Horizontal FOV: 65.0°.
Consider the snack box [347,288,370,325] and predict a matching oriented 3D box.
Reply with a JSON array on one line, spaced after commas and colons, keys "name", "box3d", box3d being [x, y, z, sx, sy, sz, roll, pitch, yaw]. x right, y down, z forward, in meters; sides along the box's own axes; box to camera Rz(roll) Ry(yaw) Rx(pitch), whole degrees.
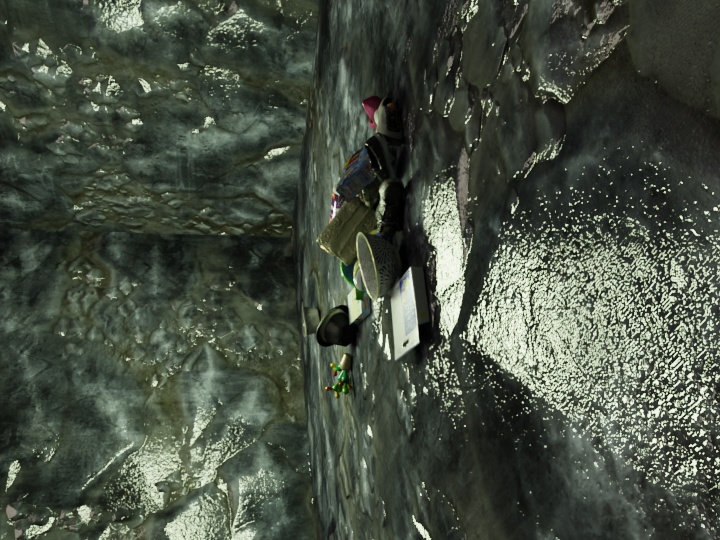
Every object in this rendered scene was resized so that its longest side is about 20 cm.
[{"name": "snack box", "box3d": [-0.007, 0.122, 2.058, 0.200, 0.037, 0.117, 128, 141, -69]}]

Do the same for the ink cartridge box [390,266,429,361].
[{"name": "ink cartridge box", "box3d": [0.128, 0.118, 1.480, 0.198, 0.047, 0.202, 124, 143, -64]}]

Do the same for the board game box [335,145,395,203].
[{"name": "board game box", "box3d": [0.025, -0.336, 1.773, 0.199, 0.062, 0.201, -34, 26, 32]}]

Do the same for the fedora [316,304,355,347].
[{"name": "fedora", "box3d": [-0.080, 0.233, 2.180, 0.091, 0.200, 0.202, 35, 131, 33]}]

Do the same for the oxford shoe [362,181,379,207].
[{"name": "oxford shoe", "box3d": [0.037, -0.246, 1.870, 0.200, 0.057, 0.076, 81, 172, -83]}]

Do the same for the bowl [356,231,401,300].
[{"name": "bowl", "box3d": [0.061, -0.021, 1.620, 0.201, 0.093, 0.203, 166, 90, -79]}]

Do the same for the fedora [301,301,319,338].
[{"name": "fedora", "box3d": [-0.264, 0.265, 3.021, 0.177, 0.089, 0.202, -108, 17, -58]}]

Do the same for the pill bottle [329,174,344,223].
[{"name": "pill bottle", "box3d": [-0.054, -0.252, 2.120, 0.113, 0.111, 0.202, -113, 27, -60]}]

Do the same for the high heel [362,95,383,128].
[{"name": "high heel", "box3d": [0.031, -0.503, 1.809, 0.200, 0.095, 0.068, -179, 89, -77]}]

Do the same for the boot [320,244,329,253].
[{"name": "boot", "box3d": [-0.048, -0.140, 1.900, 0.201, 0.071, 0.144, -49, 29, -7]}]

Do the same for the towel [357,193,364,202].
[{"name": "towel", "box3d": [0.000, -0.204, 1.974, 0.144, 0.023, 0.201, -109, 8, -54]}]

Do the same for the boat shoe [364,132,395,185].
[{"name": "boat shoe", "box3d": [0.054, -0.303, 1.635, 0.069, 0.056, 0.201, 38, 156, 43]}]

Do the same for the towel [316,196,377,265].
[{"name": "towel", "box3d": [-0.031, -0.129, 1.802, 0.201, 0.148, 0.036, -53, -8, -5]}]

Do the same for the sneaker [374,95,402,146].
[{"name": "sneaker", "box3d": [0.083, -0.433, 1.644, 0.080, 0.073, 0.201, 113, 155, -45]}]

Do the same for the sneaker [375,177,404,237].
[{"name": "sneaker", "box3d": [0.087, -0.170, 1.606, 0.200, 0.075, 0.115, 107, 158, -57]}]

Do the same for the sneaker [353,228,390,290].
[{"name": "sneaker", "box3d": [0.039, -0.031, 1.738, 0.105, 0.075, 0.202, -163, 89, -69]}]

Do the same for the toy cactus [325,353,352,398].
[{"name": "toy cactus", "box3d": [-0.079, 0.408, 2.262, 0.200, 0.101, 0.167, -104, 27, -72]}]

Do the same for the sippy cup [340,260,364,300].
[{"name": "sippy cup", "box3d": [0.000, 0.000, 1.867, 0.178, 0.139, 0.130, -51, -5, -12]}]
